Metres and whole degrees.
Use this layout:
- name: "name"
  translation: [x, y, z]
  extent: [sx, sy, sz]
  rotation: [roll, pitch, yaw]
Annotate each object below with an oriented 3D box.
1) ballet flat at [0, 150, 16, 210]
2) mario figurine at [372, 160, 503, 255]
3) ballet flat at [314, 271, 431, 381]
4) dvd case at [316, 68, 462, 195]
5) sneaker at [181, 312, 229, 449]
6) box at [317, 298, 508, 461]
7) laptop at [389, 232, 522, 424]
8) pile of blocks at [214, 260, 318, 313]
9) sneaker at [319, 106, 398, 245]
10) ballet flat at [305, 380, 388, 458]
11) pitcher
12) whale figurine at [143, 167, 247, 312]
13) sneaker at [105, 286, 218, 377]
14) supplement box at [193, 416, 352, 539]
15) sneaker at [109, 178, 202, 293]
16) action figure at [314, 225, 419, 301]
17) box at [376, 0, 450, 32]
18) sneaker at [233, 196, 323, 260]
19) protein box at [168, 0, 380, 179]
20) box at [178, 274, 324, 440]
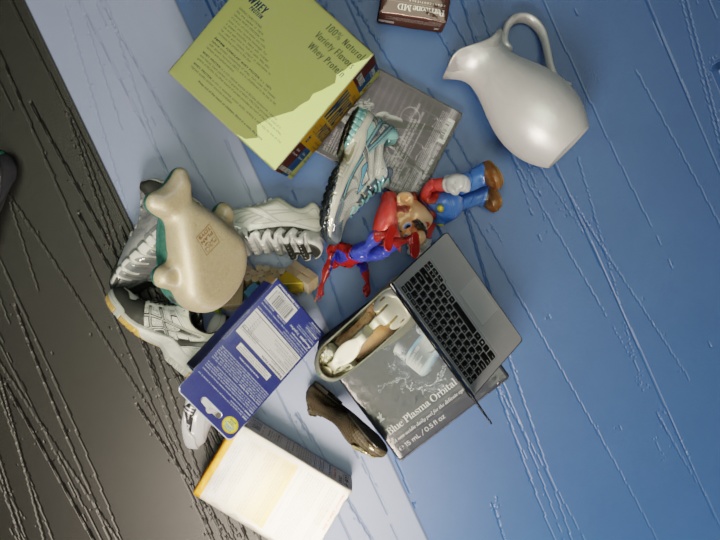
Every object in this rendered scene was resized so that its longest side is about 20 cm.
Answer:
- name: "ballet flat"
  translation: [-0.553, -0.079, 1.237]
  extent: [0.072, 0.073, 0.202]
  rotation: [21, 93, -2]
- name: "mario figurine"
  translation: [0.113, -0.076, 1.227]
  extent: [0.198, 0.106, 0.125]
  rotation: [-22, 111, -6]
- name: "ballet flat"
  translation: [0.019, 0.076, 1.145]
  extent: [0.200, 0.064, 0.067]
  rotation: [-42, 88, 1]
- name: "dvd case"
  translation: [0.029, -0.209, 1.266]
  extent: [0.198, 0.016, 0.150]
  rotation: [27, 94, -3]
- name: "sneaker"
  translation: [-0.187, 0.172, 1.255]
  extent: [0.114, 0.075, 0.202]
  rotation: [15, 90, 1]
- name: "box"
  translation: [0.072, 0.125, 1.238]
  extent: [0.196, 0.117, 0.201]
  rotation: [-37, 92, 1]
- name: "laptop"
  translation: [0.135, 0.065, 1.101]
  extent: [0.200, 0.116, 0.188]
  rotation: [-41, 99, -33]
- name: "pile of blocks"
  translation: [-0.159, 0.034, 1.250]
  extent: [0.197, 0.062, 0.083]
  rotation: [1, 52, 2]
- name: "sneaker"
  translation: [0.002, -0.127, 1.213]
  extent: [0.085, 0.078, 0.202]
  rotation: [19, 80, -10]
- name: "ballet flat"
  translation: [-0.027, 0.216, 1.211]
  extent: [0.046, 0.200, 0.067]
  rotation: [-51, 126, -5]
- name: "pitcher"
  translation: [0.242, -0.260, 1.226]
  extent: [0.171, 0.121, 0.200]
  rotation: [-41, 82, -13]
- name: "whale figurine"
  translation: [-0.234, -0.039, 1.147]
  extent: [0.160, 0.103, 0.201]
  rotation: [-53, 137, -32]
- name: "sneaker"
  translation: [-0.267, 0.072, 1.217]
  extent: [0.199, 0.076, 0.088]
  rotation: [35, 87, 14]
- name: "supplement box"
  translation: [-0.126, 0.315, 1.267]
  extent: [0.199, 0.074, 0.127]
  rotation: [32, 92, -3]
- name: "sneaker"
  translation: [-0.305, -0.063, 1.251]
  extent: [0.200, 0.075, 0.116]
  rotation: [-42, 58, 23]
- name: "action figure"
  translation: [0.000, 0.000, 1.192]
  extent: [0.065, 0.199, 0.100]
  rotation: [15, 79, -27]
- name: "box"
  translation: [0.086, -0.451, 1.224]
  extent: [0.099, 0.075, 0.203]
  rotation: [8, 95, -2]
- name: "sneaker"
  translation: [-0.147, -0.066, 1.252]
  extent: [0.197, 0.075, 0.082]
  rotation: [6, 68, 5]
- name: "protein box"
  translation: [-0.112, -0.271, 1.189]
  extent: [0.198, 0.135, 0.200]
  rotation: [42, 94, 3]
- name: "box"
  translation: [-0.152, 0.119, 1.184]
  extent: [0.200, 0.032, 0.121]
  rotation: [-48, 123, -17]
